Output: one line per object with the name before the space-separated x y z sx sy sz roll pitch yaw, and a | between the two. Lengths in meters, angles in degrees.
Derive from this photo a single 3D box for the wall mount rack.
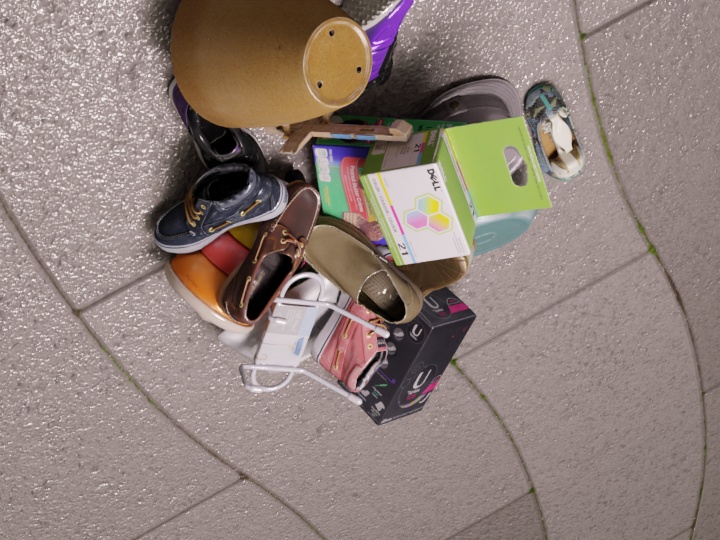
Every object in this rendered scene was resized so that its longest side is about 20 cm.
wall mount rack | -0.066 0.106 1.546 0.171 0.075 0.202 6 122 -26

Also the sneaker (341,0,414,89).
sneaker | 0.013 -0.283 1.425 0.099 0.070 0.200 22 123 -42

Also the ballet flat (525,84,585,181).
ballet flat | 0.289 -0.180 1.669 0.074 0.075 0.200 -35 137 4

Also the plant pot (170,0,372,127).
plant pot | -0.081 -0.237 1.269 0.184 0.199 0.190 -14 112 -36

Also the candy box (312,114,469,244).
candy box | 0.047 -0.115 1.520 0.196 0.078 0.171 3 135 11

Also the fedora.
fedora | 0.156 -0.165 1.591 0.197 0.091 0.179 -16 135 -16

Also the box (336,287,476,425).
box | 0.070 0.121 1.767 0.121 0.106 0.202 -13 137 -49

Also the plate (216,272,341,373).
plate | -0.085 0.084 1.665 0.198 0.033 0.200 -30 155 6

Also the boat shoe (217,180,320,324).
boat shoe | -0.104 -0.021 1.455 0.070 0.070 0.202 33 81 -31

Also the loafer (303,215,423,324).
loafer | 0.000 0.000 1.519 0.198 0.068 0.077 34 104 -5

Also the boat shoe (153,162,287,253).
boat shoe | -0.195 -0.083 1.438 0.198 0.072 0.091 -19 158 22

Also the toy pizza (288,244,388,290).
toy pizza | -0.028 0.001 1.681 0.197 0.032 0.202 -16 135 -16

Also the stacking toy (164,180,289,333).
stacking toy | -0.150 -0.031 1.517 0.145 0.146 0.201 31 102 -43

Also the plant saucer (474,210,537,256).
plant saucer | 0.174 -0.060 1.670 0.197 0.036 0.200 -16 163 -5

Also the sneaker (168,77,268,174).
sneaker | -0.169 -0.151 1.424 0.075 0.088 0.201 -33 137 3

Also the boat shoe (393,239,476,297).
boat shoe | 0.084 -0.002 1.631 0.198 0.066 0.075 -16 109 41

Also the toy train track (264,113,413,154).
toy train track | -0.031 -0.184 1.425 0.197 0.115 0.033 7 127 25

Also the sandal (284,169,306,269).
sandal | -0.091 -0.045 1.576 0.044 0.075 0.202 -3 127 -29

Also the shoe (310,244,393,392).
shoe | 0.011 0.070 1.600 0.071 0.091 0.202 -6 131 -58

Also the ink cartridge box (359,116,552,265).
ink cartridge box | 0.118 -0.097 1.407 0.197 0.076 0.149 -7 129 24
